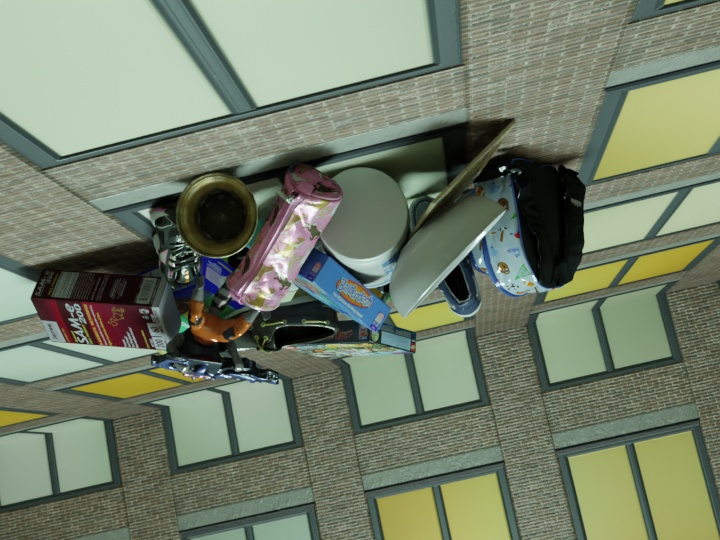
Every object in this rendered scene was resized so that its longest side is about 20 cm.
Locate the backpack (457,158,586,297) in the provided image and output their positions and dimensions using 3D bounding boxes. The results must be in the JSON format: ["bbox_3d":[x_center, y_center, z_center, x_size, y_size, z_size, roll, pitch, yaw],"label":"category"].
[{"bbox_3d":[0.238,-0.058,1.493,0.153,0.193,0.198,-22,166,41],"label":"backpack"}]

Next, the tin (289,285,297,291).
[{"bbox_3d":[-0.142,0.008,1.794,0.110,0.042,0.200,-15,169,-8],"label":"tin"}]

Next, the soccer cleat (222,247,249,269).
[{"bbox_3d":[-0.193,-0.007,1.614,0.197,0.068,0.081,-15,155,16],"label":"soccer cleat"}]

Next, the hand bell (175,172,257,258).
[{"bbox_3d":[-0.172,-0.069,1.334,0.103,0.106,0.200,-13,180,3],"label":"hand bell"}]

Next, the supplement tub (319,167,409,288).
[{"bbox_3d":[0.007,-0.055,1.415,0.130,0.134,0.200,-12,169,1],"label":"supplement tub"}]

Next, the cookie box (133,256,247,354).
[{"bbox_3d":[-0.271,0.061,1.602,0.198,0.076,0.171,-19,141,29],"label":"cookie box"}]

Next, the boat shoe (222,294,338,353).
[{"bbox_3d":[-0.131,0.090,1.536,0.198,0.061,0.072,-15,140,2],"label":"boat shoe"}]

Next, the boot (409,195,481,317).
[{"bbox_3d":[0.126,-0.031,1.494,0.072,0.202,0.090,-27,165,3],"label":"boot"}]

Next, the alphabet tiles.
[{"bbox_3d":[0.125,-0.105,1.348,0.167,0.008,0.200,-45,174,-21],"label":"alphabet tiles"}]

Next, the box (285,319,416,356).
[{"bbox_3d":[-0.026,0.114,1.664,0.198,0.038,0.136,-6,166,35],"label":"box"}]

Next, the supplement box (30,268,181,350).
[{"bbox_3d":[-0.378,0.060,1.503,0.197,0.061,0.110,4,139,9],"label":"supplement box"}]

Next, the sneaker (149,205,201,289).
[{"bbox_3d":[-0.243,-0.030,1.385,0.079,0.088,0.200,-11,167,-11],"label":"sneaker"}]

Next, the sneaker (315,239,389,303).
[{"bbox_3d":[0.000,0.000,1.565,0.199,0.142,0.077,-30,163,26],"label":"sneaker"}]

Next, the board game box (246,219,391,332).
[{"bbox_3d":[-0.067,0.004,1.436,0.199,0.045,0.152,27,170,47],"label":"board game box"}]

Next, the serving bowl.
[{"bbox_3d":[0.104,-0.030,1.344,0.200,0.066,0.200,-46,174,-6],"label":"serving bowl"}]

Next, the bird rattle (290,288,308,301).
[{"bbox_3d":[-0.069,0.029,1.731,0.164,0.112,0.200,-51,170,2],"label":"bird rattle"}]

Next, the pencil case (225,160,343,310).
[{"bbox_3d":[-0.100,-0.040,1.296,0.086,0.083,0.201,17,121,-26],"label":"pencil case"}]

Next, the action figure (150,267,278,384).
[{"bbox_3d":[-0.200,0.098,1.486,0.198,0.106,0.194,16,133,-26],"label":"action figure"}]

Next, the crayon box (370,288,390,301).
[{"bbox_3d":[0.047,0.006,1.685,0.200,0.051,0.126,-49,171,-7],"label":"crayon box"}]
